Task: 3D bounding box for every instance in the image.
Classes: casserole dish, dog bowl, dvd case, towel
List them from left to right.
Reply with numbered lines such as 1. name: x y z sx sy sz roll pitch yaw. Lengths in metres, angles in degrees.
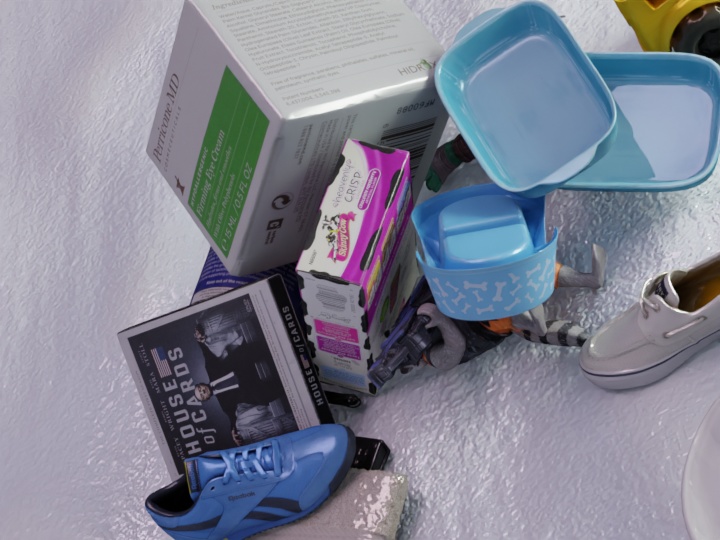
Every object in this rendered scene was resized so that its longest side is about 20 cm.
1. dvd case: -0.120 0.099 1.773 0.200 0.151 0.025 -20 1 39
2. towel: -0.050 0.225 1.678 0.200 0.034 0.133 -3 64 45
3. dog bowl: 0.101 -0.016 1.597 0.111 0.050 0.200 -10 21 2
4. casserole dish: 0.139 -0.137 1.649 0.121 0.039 0.200 -34 52 7
5. casserole dish: 0.217 -0.119 1.668 0.199 0.039 0.122 2 71 22

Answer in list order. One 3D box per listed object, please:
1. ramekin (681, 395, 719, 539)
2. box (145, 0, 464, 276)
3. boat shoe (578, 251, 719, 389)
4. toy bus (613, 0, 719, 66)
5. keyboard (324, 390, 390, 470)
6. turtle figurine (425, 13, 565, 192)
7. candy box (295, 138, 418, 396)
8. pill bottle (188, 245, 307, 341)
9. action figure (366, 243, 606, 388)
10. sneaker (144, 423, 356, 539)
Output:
1. ramekin: 0.322 0.144 1.331 0.202 0.094 0.203 -27 41 26
2. box: -0.052 -0.138 1.770 0.171 0.199 0.199 54 143 30
3. boat shoe: 0.245 0.026 1.539 0.200 0.070 0.071 -25 42 28
4. toy bus: 0.287 -0.287 1.685 0.200 0.192 0.136 -33 37 17
5. keyboard: -0.048 0.157 1.767 0.200 0.021 0.127 2 65 46
6. turtle figurine: 0.128 -0.150 1.807 0.200 0.101 0.150 -22 84 34
7. candy box: 0.000 0.000 1.713 0.061 0.200 0.137 14 61 13
8. pill bottle: -0.088 -0.002 1.872 0.115 0.116 0.201 -11 50 40
9. action figure: 0.092 0.053 1.652 0.193 0.105 0.200 -18 25 43
10. sneaker: -0.095 0.176 1.674 0.200 0.078 0.066 -29 44 29
